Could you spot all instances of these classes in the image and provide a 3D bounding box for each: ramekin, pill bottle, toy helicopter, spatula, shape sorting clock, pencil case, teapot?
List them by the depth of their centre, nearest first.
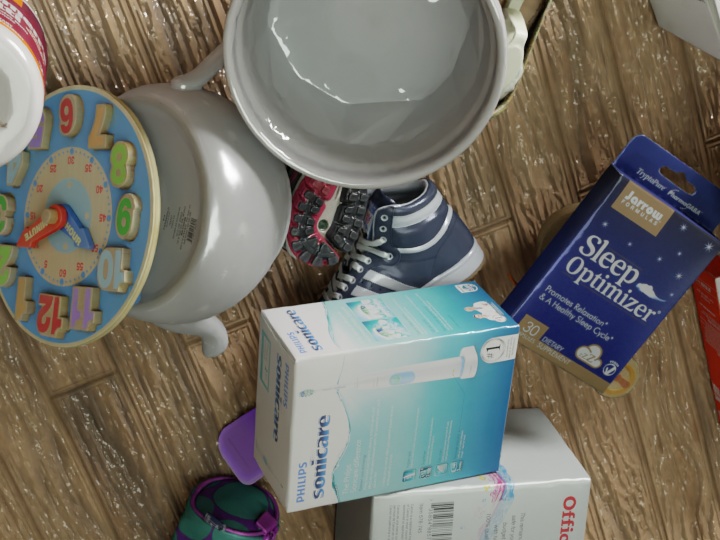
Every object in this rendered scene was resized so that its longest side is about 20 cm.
[{"bbox_3d":[-0.279,-0.147,0.966,0.109,0.200,0.110,-4,113,-10],"label":"pill bottle"},{"bbox_3d":[0.006,-0.170,0.985,0.199,0.105,0.201,2,118,4],"label":"ramekin"},{"bbox_3d":[-0.224,-0.042,1.036,0.039,0.200,0.201,-1,118,-50],"label":"shape sorting clock"},{"bbox_3d":[-0.123,-0.055,1.071,0.200,0.198,0.146,-33,161,36],"label":"teapot"},{"bbox_3d":[0.205,0.033,1.217,0.132,0.079,0.201,-19,118,-2],"label":"toy helicopter"},{"bbox_3d":[-0.041,0.116,1.224,0.200,0.021,0.057,-37,93,0],"label":"spatula"},{"bbox_3d":[-0.138,0.294,1.240,0.085,0.092,0.201,-13,126,-55],"label":"pencil case"}]

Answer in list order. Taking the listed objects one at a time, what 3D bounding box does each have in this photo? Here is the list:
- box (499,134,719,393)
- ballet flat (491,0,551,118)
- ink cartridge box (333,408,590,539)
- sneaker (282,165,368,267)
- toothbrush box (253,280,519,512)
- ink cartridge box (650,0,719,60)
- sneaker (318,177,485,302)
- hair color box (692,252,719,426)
[{"bbox_3d":[0.217,-0.004,1.141,0.121,0.032,0.200,30,105,-21],"label":"box"},{"bbox_3d":[0.126,-0.214,1.102,0.070,0.071,0.201,16,107,-18],"label":"ballet flat"},{"bbox_3d":[0.088,0.221,1.229,0.199,0.145,0.146,-1,111,-12],"label":"ink cartridge box"},{"bbox_3d":[-0.021,-0.106,1.115,0.080,0.075,0.201,25,92,-30],"label":"sneaker"},{"bbox_3d":[0.019,0.102,1.122,0.199,0.085,0.147,-9,120,-23],"label":"toothbrush box"},{"bbox_3d":[0.341,-0.255,1.089,0.199,0.144,0.084,-24,115,-2],"label":"ink cartridge box"},{"bbox_3d":[0.000,0.000,1.160,0.200,0.070,0.109,-33,118,-3],"label":"sneaker"},{"bbox_3d":[0.384,0.066,1.276,0.110,0.064,0.201,-19,113,-6],"label":"hair color box"}]
